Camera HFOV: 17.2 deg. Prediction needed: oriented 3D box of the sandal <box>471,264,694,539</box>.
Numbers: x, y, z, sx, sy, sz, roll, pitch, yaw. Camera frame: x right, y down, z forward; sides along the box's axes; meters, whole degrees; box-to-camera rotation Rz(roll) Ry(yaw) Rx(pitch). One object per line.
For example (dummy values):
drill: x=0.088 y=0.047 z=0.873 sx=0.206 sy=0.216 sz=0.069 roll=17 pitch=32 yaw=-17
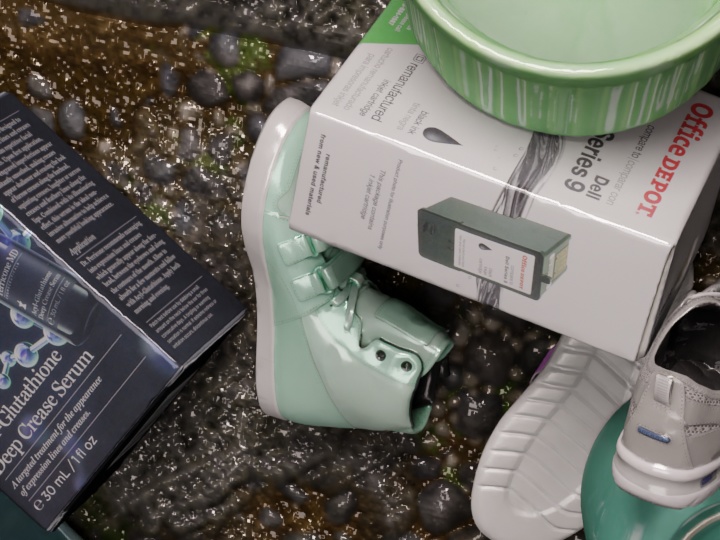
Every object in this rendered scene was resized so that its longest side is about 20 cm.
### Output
sandal: x=0.130 y=0.067 z=1.341 sx=0.082 sy=0.050 sz=0.203 roll=26 pitch=105 yaw=-8

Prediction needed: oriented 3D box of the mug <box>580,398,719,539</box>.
mug: x=0.212 y=0.149 z=1.283 sx=0.184 sy=0.114 sz=0.153 roll=24 pitch=107 yaw=-8

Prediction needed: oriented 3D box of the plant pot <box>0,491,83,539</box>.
plant pot: x=-0.296 y=0.238 z=1.472 sx=0.196 sy=0.196 sz=0.200 roll=45 pitch=124 yaw=0

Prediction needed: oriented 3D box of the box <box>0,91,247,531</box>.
box: x=-0.196 y=0.022 z=1.403 sx=0.200 sy=0.107 sz=0.149 roll=41 pitch=117 yaw=3

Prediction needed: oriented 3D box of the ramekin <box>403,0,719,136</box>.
ramekin: x=0.109 y=-0.165 z=1.190 sx=0.199 sy=0.098 sz=0.201 roll=-1 pitch=68 yaw=2

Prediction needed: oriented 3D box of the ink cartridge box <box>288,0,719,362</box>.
ink cartridge box: x=0.084 y=-0.055 z=1.251 sx=0.199 sy=0.146 sz=0.084 roll=21 pitch=130 yaw=10

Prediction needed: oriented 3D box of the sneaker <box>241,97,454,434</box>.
sneaker: x=0.000 y=0.000 z=1.344 sx=0.118 sy=0.074 sz=0.201 roll=10 pitch=121 yaw=23

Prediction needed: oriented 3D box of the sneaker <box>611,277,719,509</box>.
sneaker: x=0.195 y=0.038 z=1.221 sx=0.074 sy=0.200 sz=0.082 roll=19 pitch=129 yaw=18
